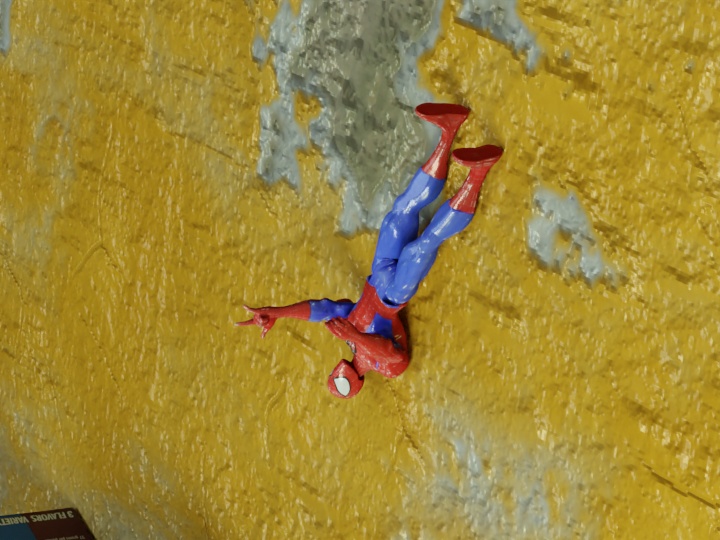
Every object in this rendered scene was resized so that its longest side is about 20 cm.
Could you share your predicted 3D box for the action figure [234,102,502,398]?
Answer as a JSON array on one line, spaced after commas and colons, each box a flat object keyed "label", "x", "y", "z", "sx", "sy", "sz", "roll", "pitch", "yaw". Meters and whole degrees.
[{"label": "action figure", "x": 0.000, "y": 0.000, "z": 1.458, "sx": 0.065, "sy": 0.099, "sz": 0.200, "roll": 55, "pitch": 138, "yaw": 39}]

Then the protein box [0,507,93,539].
[{"label": "protein box", "x": -0.248, "y": 0.314, "z": 1.815, "sx": 0.200, "sy": 0.135, "sz": 0.199, "roll": 52, "pitch": 133, "yaw": 39}]
